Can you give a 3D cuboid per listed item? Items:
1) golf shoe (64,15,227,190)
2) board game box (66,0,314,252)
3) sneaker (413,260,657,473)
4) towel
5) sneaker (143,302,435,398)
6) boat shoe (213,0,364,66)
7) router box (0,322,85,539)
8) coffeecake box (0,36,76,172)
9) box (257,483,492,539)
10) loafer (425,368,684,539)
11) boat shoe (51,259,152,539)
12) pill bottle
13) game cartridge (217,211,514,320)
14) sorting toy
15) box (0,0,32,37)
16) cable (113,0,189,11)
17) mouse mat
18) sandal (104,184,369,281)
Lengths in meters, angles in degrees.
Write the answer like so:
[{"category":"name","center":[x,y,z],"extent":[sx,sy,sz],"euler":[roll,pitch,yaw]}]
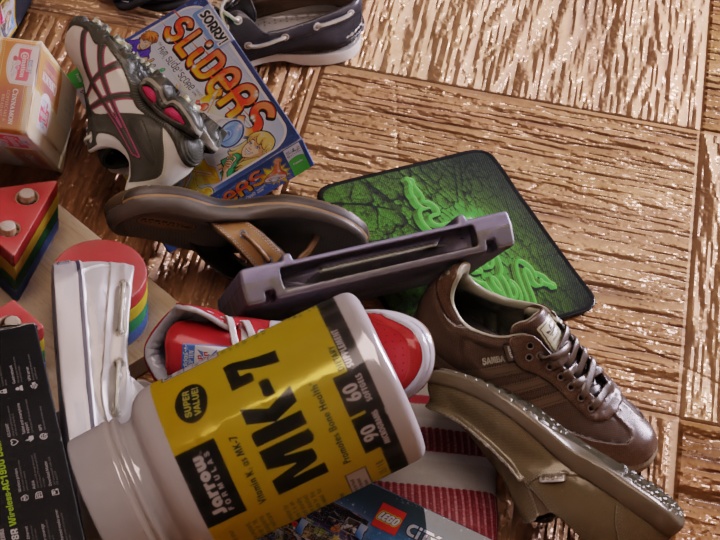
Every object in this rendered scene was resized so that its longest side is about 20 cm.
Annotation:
[{"category":"golf shoe","center":[-0.190,-0.130,1.416],"extent":[0.088,0.077,0.200],"euler":[-49,47,2]},{"category":"board game box","center":[-0.139,-0.121,1.460],"extent":[0.135,0.035,0.200],"euler":[-32,52,-4]},{"category":"sneaker","center":[0.126,0.069,1.283],"extent":[0.199,0.076,0.071],"euler":[31,45,8]},{"category":"towel","center":[0.023,0.130,1.267],"extent":[0.143,0.023,0.201],"euler":[6,46,-4]},{"category":"sneaker","center":[-0.055,0.058,1.219],"extent":[0.199,0.072,0.112],"euler":[-4,-8,38]},{"category":"boat shoe","center":[-0.093,-0.208,1.568],"extent":[0.198,0.061,0.074],"euler":[-5,49,-11]},{"category":"router box","center":[-0.207,0.155,1.120],"extent":[0.062,0.151,0.201],"euler":[-10,46,-12]},{"category":"coffeecake box","center":[-0.331,-0.136,1.396],"extent":[0.198,0.154,0.074],"euler":[8,82,2]},{"category":"box","center":[-0.005,0.205,1.151],"extent":[0.199,0.038,0.137],"euler":[24,62,17]},{"category":"loafer","center":[0.119,0.134,1.223],"extent":[0.199,0.076,0.068],"euler":[33,93,21]},{"category":"boat shoe","center":[-0.167,0.089,1.215],"extent":[0.065,0.072,0.202],"euler":[-4,68,-13]},{"category":"pill bottle","center":[-0.070,0.105,1.123],"extent":[0.199,0.115,0.115],"euler":[-26,50,-3]},{"category":"game cartridge","center":[0.000,0.000,1.321],"extent":[0.198,0.130,0.039],"euler":[-13,87,-14]},{"category":"sorting toy","center":[-0.254,0.017,1.315],"extent":[0.200,0.070,0.198],"euler":[36,52,28]},{"category":"box","center":[-0.387,-0.279,1.555],"extent":[0.198,0.133,0.115],"euler":[11,46,4]},{"category":"cable","center":[-0.175,-0.295,1.664],"extent":[0.162,0.051,0.200],"euler":[-15,46,-27]},{"category":"mouse mat","center":[0.073,-0.019,1.435],"extent":[0.160,0.008,0.201],"euler":[-15,49,-20]},{"category":"sandal","center":[-0.092,-0.021,1.357],"extent":[0.198,0.082,0.055],"euler":[8,63,-21]}]
